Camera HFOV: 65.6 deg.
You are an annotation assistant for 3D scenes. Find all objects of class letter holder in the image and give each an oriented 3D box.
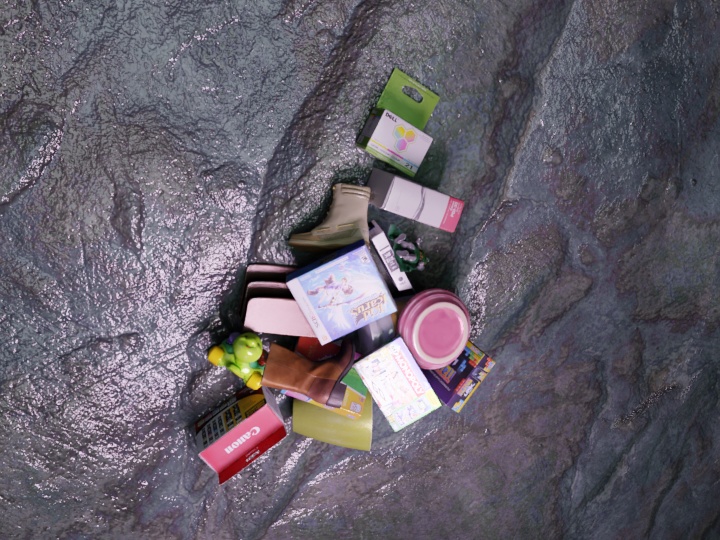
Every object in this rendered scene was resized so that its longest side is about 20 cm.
[{"bbox_3d":[-0.179,0.070,1.335,0.198,0.101,0.144,9,103,-23],"label":"letter holder"}]

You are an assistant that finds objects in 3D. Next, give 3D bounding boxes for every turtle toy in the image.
[{"bbox_3d":[-0.273,0.200,1.304,0.145,0.200,0.102,34,73,-5],"label":"turtle toy"}]

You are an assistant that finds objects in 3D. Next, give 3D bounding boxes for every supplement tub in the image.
[{"bbox_3d":[0.102,0.143,1.439,0.197,0.145,0.147,-10,111,-17],"label":"supplement tub"}]

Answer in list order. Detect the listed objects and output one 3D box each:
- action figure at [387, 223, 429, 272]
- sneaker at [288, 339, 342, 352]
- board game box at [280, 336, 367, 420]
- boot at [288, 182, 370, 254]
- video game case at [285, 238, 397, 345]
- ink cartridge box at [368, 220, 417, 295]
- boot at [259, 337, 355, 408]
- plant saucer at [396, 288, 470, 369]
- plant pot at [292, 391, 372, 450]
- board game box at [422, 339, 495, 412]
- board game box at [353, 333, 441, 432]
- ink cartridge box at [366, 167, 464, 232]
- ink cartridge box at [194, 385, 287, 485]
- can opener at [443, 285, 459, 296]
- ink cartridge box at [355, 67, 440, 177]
[{"bbox_3d":[0.132,-0.041,1.397,0.054,0.200,0.120,-11,77,22],"label":"action figure"},{"bbox_3d":[-0.126,0.212,1.421,0.198,0.074,0.088,-17,101,-18],"label":"sneaker"},{"bbox_3d":[-0.077,0.255,1.356,0.198,0.040,0.154,22,55,-10],"label":"board game box"},{"bbox_3d":[-0.071,-0.123,1.318,0.073,0.197,0.158,34,57,-64],"label":"boot"},{"bbox_3d":[-0.041,0.052,1.273,0.198,0.046,0.183,-25,114,7],"label":"video game case"},{"bbox_3d":[0.073,-0.022,1.397,0.039,0.100,0.201,-31,115,-1],"label":"ink cartridge box"},{"bbox_3d":[-0.119,0.213,1.310,0.198,0.069,0.190,19,57,-3],"label":"boot"},{"bbox_3d":[0.187,0.147,1.366,0.198,0.051,0.203,-3,100,-18],"label":"plant saucer"},{"bbox_3d":[-0.075,0.367,1.447,0.197,0.187,0.190,2,108,-4],"label":"plant pot"},{"bbox_3d":[0.243,0.252,1.499,0.057,0.200,0.166,36,93,-31],"label":"board game box"},{"bbox_3d":[0.088,0.270,1.339,0.134,0.029,0.201,-31,99,7],"label":"board game box"},{"bbox_3d":[0.124,-0.169,1.340,0.198,0.146,0.084,16,101,-25],"label":"ink cartridge box"},{"bbox_3d":[-0.292,0.385,1.357,0.199,0.176,0.084,-36,117,-6],"label":"ink cartridge box"},{"bbox_3d":[0.240,0.142,1.506,0.066,0.053,0.203,16,75,-37],"label":"can opener"},{"bbox_3d":[0.101,-0.346,1.310,0.147,0.076,0.202,23,100,-26],"label":"ink cartridge box"}]
